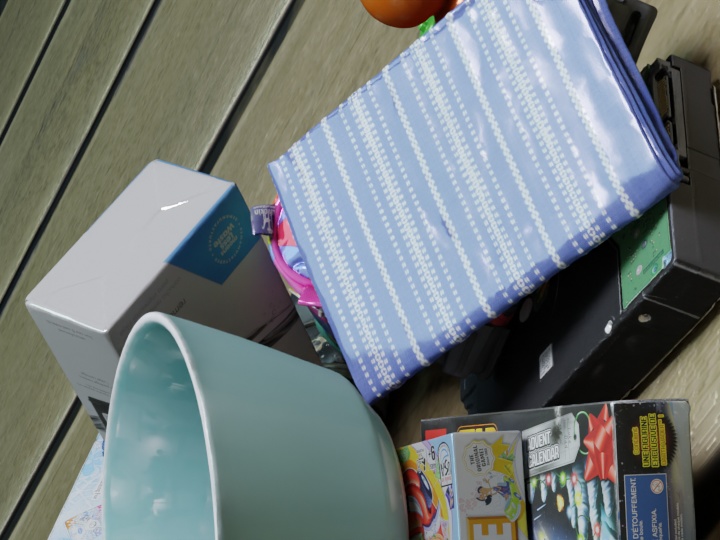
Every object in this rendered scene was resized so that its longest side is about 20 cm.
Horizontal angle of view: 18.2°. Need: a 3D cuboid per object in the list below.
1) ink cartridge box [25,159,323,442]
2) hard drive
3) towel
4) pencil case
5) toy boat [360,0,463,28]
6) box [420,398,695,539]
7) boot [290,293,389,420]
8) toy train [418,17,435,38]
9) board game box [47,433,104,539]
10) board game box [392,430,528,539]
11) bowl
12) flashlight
[{"bbox_3d":[-0.088,0.054,1.227,0.066,0.201,0.116,16,54,37],"label":"ink cartridge box"},{"bbox_3d":[0.110,0.007,1.095,0.200,0.038,0.140,126,155,-43],"label":"hard drive"},{"bbox_3d":[0.051,-0.047,1.067,0.200,0.024,0.145,-37,62,27],"label":"towel"},{"bbox_3d":[0.000,0.000,1.220,0.200,0.088,0.089,53,-128,-74],"label":"pencil case"},{"bbox_3d":[0.059,-0.149,1.244,0.130,0.130,0.201,1,72,70],"label":"toy boat"},{"bbox_3d":[0.083,0.129,0.987,0.200,0.040,0.138,163,106,-68],"label":"box"},{"bbox_3d":[-0.028,0.029,1.410,0.203,0.073,0.155,-19,52,59],"label":"boot"},{"bbox_3d":[0.091,-0.210,1.361,0.201,0.042,0.057,-58,13,33],"label":"toy train"},{"bbox_3d":[-0.129,0.201,1.336,0.199,0.043,0.201,-71,-26,-61],"label":"board game box"},{"bbox_3d":[0.024,0.152,1.038,0.200,0.034,0.135,152,116,-67],"label":"board game box"},{"bbox_3d":[-0.046,0.120,1.026,0.201,0.104,0.202,-179,90,-70],"label":"bowl"},{"bbox_3d":[0.071,-0.049,1.100,0.201,0.067,0.068,-69,23,8],"label":"flashlight"}]
